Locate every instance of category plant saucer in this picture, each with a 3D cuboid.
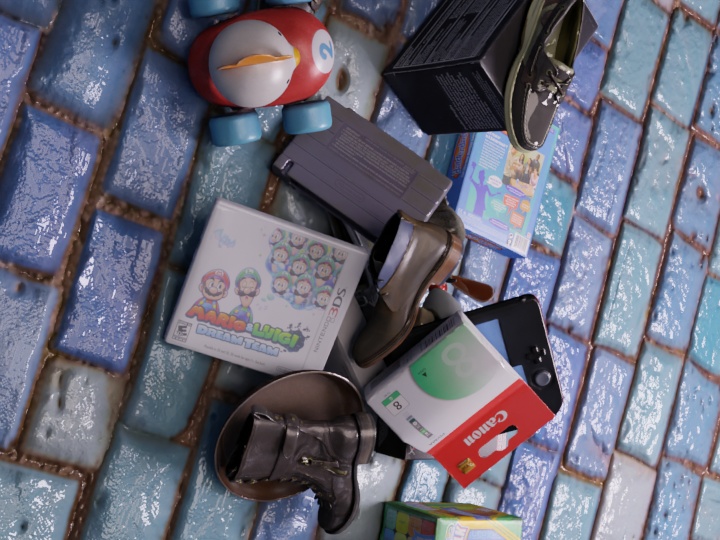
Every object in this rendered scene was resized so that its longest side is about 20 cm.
[{"bbox_3d":[-0.089,0.196,1.405,0.197,0.032,0.203,-16,130,-19],"label":"plant saucer"}]

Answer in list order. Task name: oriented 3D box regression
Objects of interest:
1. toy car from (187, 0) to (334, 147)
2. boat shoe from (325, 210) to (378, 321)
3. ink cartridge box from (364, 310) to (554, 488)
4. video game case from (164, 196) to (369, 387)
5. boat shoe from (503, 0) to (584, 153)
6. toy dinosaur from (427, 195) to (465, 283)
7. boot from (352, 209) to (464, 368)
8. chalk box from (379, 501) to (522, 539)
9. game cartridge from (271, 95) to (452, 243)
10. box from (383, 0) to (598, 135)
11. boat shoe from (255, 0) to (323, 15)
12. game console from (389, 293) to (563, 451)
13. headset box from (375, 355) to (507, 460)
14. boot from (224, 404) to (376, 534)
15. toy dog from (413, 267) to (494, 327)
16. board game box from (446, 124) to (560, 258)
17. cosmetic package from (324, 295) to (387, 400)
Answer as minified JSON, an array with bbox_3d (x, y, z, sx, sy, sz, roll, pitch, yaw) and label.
[{"bbox_3d":[-0.107,-0.237,1.300,0.174,0.200,0.188,-10,103,-8],"label":"toy car"},{"bbox_3d":[0.001,-0.001,1.486,0.064,0.074,0.206,-12,94,-28],"label":"boat shoe"},{"bbox_3d":[0.126,0.172,1.427,0.160,0.050,0.200,-40,105,13],"label":"ink cartridge box"},{"bbox_3d":[-0.111,0.029,1.366,0.197,0.024,0.184,19,104,-18],"label":"video game case"},{"bbox_3d":[0.227,-0.245,1.396,0.071,0.066,0.204,17,84,-37],"label":"boat shoe"},{"bbox_3d":[0.090,-0.056,1.475,0.101,0.200,0.078,-26,120,-8],"label":"toy dinosaur"},{"bbox_3d":[0.029,0.019,1.382,0.096,0.075,0.201,31,100,-30],"label":"boot"},{"bbox_3d":[0.101,0.379,1.534,0.198,0.124,0.126,10,86,-36],"label":"chalk box"},{"bbox_3d":[0.004,-0.119,1.445,0.199,0.039,0.130,35,65,7],"label":"game cartridge"},{"bbox_3d":[0.172,-0.290,1.516,0.201,0.197,0.124,-52,121,-21],"label":"box"},{"bbox_3d":[-0.072,-0.364,1.419,0.074,0.073,0.203,21,79,-33],"label":"boat shoe"},{"bbox_3d":[0.148,0.133,1.449,0.197,0.031,0.179,-17,117,4],"label":"game console"},{"bbox_3d":[0.123,0.178,1.572,0.197,0.077,0.152,6,88,-33],"label":"headset box"},{"bbox_3d":[-0.082,0.240,1.387,0.171,0.069,0.203,1,121,-23],"label":"boot"},{"bbox_3d":[0.117,0.031,1.502,0.130,0.096,0.203,15,52,-37],"label":"toy dog"},{"bbox_3d":[0.197,-0.137,1.632,0.151,0.045,0.203,23,79,-33],"label":"board game box"},{"bbox_3d":[-0.036,0.064,1.454,0.050,0.082,0.202,-33,109,-26],"label":"cosmetic package"}]
